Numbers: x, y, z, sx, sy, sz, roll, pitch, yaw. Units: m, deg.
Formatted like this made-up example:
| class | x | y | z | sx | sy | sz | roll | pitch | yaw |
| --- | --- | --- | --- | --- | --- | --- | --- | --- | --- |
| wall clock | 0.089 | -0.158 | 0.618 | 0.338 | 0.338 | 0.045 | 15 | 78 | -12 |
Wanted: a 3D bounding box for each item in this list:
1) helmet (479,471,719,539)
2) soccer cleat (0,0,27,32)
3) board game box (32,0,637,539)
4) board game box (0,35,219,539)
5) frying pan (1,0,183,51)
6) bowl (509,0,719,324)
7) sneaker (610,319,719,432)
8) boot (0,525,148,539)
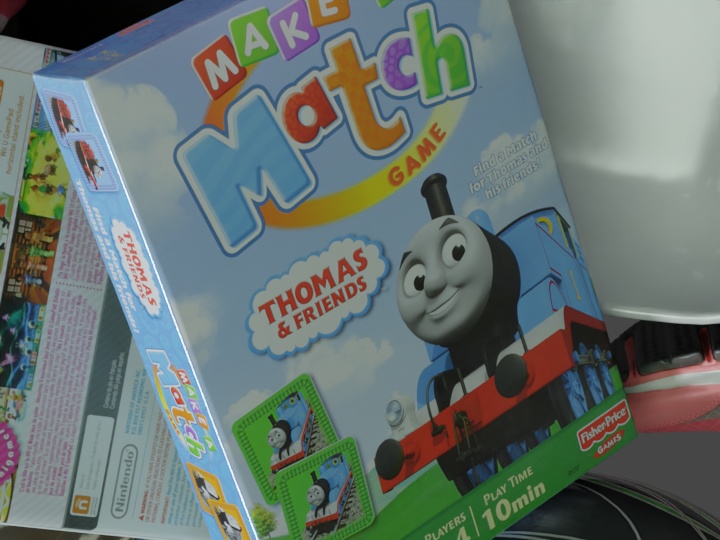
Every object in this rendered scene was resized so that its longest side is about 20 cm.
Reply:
| class | x | y | z | sx | sy | sz | roll | pitch | yaw |
| --- | --- | --- | --- | --- | --- | --- | --- | --- | --- |
| helmet | 0.065 | 0.163 | 0.769 | 0.200 | 0.200 | 0.191 | 22 | 97 | 5 |
| soccer cleat | -0.193 | -0.115 | 0.807 | 0.200 | 0.077 | 0.067 | -4 | 145 | 36 |
| board game box | 0.000 | 0.000 | 0.682 | 0.037 | 0.151 | 0.200 | 11 | 126 | 54 |
| board game box | -0.110 | 0.004 | 0.677 | 0.200 | 0.064 | 0.148 | 11 | 89 | -30 |
| frying pan | -0.122 | -0.062 | 0.825 | 0.115 | 0.031 | 0.190 | 44 | 120 | 7 |
| bowl | 0.071 | -0.093 | 0.753 | 0.200 | 0.075 | 0.200 | 13 | 108 | 7 |
| sneaker | 0.178 | 0.047 | 0.771 | 0.200 | 0.074 | 0.087 | -11 | 105 | 15 |
| boot | -0.064 | 0.051 | 0.792 | 0.200 | 0.075 | 0.097 | -38 | 93 | -16 |
